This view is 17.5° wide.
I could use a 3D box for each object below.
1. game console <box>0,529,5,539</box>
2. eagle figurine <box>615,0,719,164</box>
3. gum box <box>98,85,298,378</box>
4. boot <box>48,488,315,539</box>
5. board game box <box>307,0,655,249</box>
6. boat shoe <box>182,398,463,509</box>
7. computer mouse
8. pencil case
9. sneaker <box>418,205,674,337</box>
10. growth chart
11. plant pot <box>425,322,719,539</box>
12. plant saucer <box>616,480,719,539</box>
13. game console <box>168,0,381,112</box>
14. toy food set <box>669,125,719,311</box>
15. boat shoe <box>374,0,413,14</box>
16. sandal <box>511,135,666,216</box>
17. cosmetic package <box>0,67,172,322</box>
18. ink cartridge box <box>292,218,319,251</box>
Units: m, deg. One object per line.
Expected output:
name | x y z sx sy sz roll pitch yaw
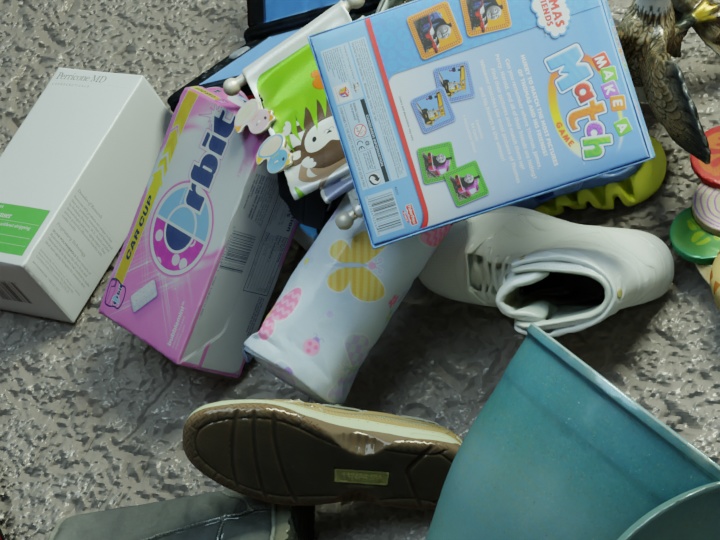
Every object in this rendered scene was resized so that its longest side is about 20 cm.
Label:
game console | -0.357 0.225 1.805 0.199 0.119 0.173 -29 75 6
eagle figurine | 0.197 -0.157 1.674 0.151 0.152 0.200 -11 27 34
gum box | -0.112 -0.035 1.783 0.113 0.066 0.201 29 100 46
boot | -0.133 0.219 1.639 0.199 0.073 0.182 -12 34 13
board game box | 0.081 -0.117 1.574 0.199 0.037 0.152 -17 90 13
boat shoe | -0.025 0.122 1.625 0.198 0.072 0.076 12 21 -6
computer mouse | -0.024 -0.023 1.726 0.058 0.202 0.034 -11 8 -34
pencil case | 0.000 0.000 1.676 0.083 0.091 0.201 33 88 5
sneaker | 0.107 0.000 1.650 0.199 0.074 0.115 1 12 31
growth chart | -0.013 -0.113 1.673 0.145 0.018 0.200 -40 49 3
plant pot | 0.129 0.167 1.454 0.188 0.200 0.200 -52 45 2
plant saucer | 0.203 0.199 1.371 0.199 0.200 0.036 -36 34 -2
game console | -0.070 -0.224 1.889 0.172 0.119 0.199 -37 17 -32
toy food set | 0.313 -0.051 1.625 0.199 0.049 0.198 -31 44 4
boat shoe | 0.025 -0.163 1.773 0.072 0.071 0.201 2 59 29
sandal | 0.120 -0.074 1.733 0.199 0.087 0.080 -23 47 15
cosmetic package | -0.243 -0.064 1.939 0.107 0.085 0.201 7 58 37
ink cartridge box | 0.021 -0.097 1.822 0.200 0.068 0.115 -41 45 -6
